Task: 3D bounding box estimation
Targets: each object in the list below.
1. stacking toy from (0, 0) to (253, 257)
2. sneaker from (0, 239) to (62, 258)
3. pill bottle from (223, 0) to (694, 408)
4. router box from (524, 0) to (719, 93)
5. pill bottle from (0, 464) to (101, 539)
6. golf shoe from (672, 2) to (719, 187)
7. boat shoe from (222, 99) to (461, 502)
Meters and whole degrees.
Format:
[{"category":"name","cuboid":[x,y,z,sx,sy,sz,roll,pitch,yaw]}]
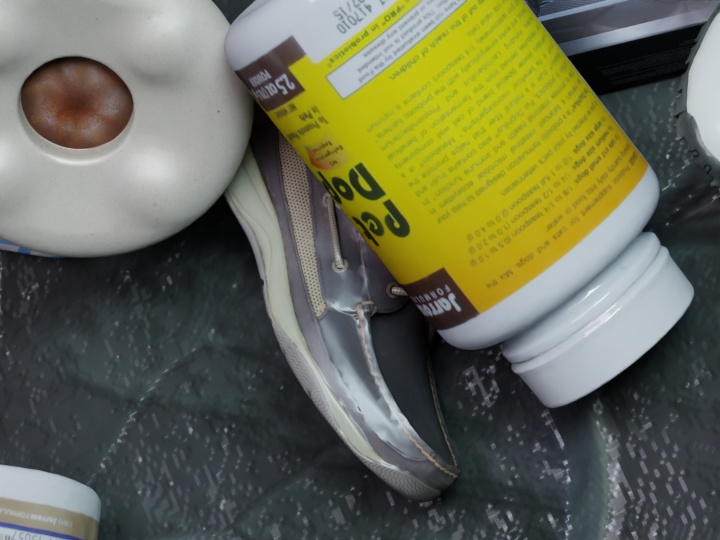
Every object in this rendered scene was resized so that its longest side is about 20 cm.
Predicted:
[{"category":"stacking toy","cuboid":[-0.116,-0.113,1.278,0.146,0.146,0.200,-27,29,16]},{"category":"sneaker","cuboid":[-0.175,-0.048,1.332,0.199,0.072,0.072,3,76,24]},{"category":"pill bottle","cuboid":[0.044,-0.046,1.173,0.109,0.109,0.200,-37,98,12]},{"category":"router box","cuboid":[0.113,-0.161,1.239,0.199,0.052,0.158,-12,71,22]},{"category":"pill bottle","cuboid":[-0.175,0.185,1.248,0.110,0.111,0.201,1,77,25]},{"category":"golf shoe","cuboid":[0.200,-0.111,1.112,0.200,0.094,0.078,-43,89,-6]},{"category":"boat shoe","cuboid":[0.000,0.000,1.237,0.073,0.074,0.201,-31,67,14]}]
